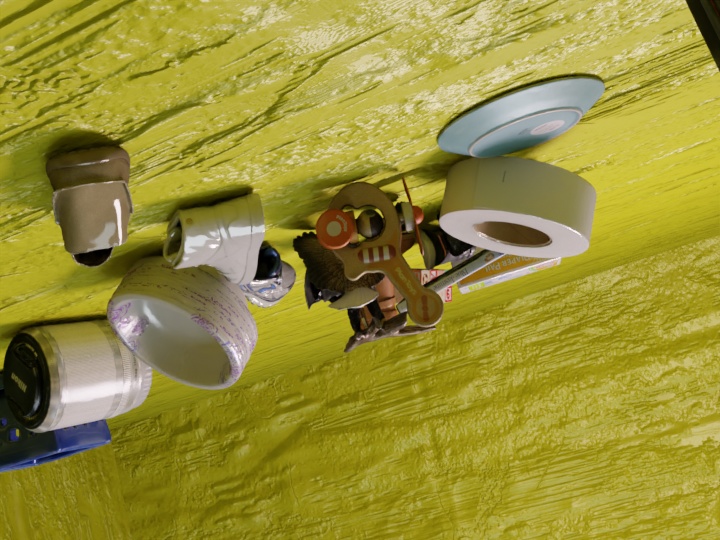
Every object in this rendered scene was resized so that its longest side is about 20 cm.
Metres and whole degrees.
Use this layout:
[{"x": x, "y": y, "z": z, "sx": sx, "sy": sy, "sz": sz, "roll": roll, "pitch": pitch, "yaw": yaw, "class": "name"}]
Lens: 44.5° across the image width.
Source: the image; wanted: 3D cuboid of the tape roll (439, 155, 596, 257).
[{"x": 0.203, "y": -0.079, "z": 1.145, "sx": 0.198, "sy": 0.072, "sz": 0.203, "roll": 13, "pitch": 169, "yaw": 2, "class": "tape roll"}]

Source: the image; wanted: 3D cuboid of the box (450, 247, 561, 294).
[{"x": 0.263, "y": -0.038, "z": 1.625, "sx": 0.196, "sy": 0.103, "sz": 0.112, "roll": -17, "pitch": 171, "yaw": 8, "class": "box"}]

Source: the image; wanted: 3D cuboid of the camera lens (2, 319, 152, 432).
[{"x": -0.456, "y": 0.165, "z": 1.412, "sx": 0.158, "sy": 0.163, "sz": 0.198, "roll": -23, "pitch": 168, "yaw": 39, "class": "camera lens"}]

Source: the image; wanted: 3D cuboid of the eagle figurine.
[{"x": -0.002, "y": 0.003, "z": 1.195, "sx": 0.149, "sy": 0.204, "sz": 0.151, "roll": 2, "pitch": 156, "yaw": -33, "class": "eagle figurine"}]

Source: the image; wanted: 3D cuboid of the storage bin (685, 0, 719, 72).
[{"x": 0.369, "y": -0.228, "z": 0.650, "sx": 0.196, "sy": 0.148, "sz": 0.135, "roll": -15, "pitch": 161, "yaw": -6, "class": "storage bin"}]

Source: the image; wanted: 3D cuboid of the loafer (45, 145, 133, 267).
[{"x": -0.239, "y": -0.055, "z": 0.799, "sx": 0.075, "sy": 0.069, "sz": 0.200, "roll": -13, "pitch": 170, "yaw": -16, "class": "loafer"}]

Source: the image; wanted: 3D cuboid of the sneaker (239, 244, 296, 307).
[{"x": -0.141, "y": 0.004, "z": 1.289, "sx": 0.084, "sy": 0.078, "sz": 0.199, "roll": -25, "pitch": 168, "yaw": 25, "class": "sneaker"}]

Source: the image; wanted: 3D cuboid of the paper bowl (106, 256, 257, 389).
[{"x": -0.231, "y": 0.060, "z": 1.184, "sx": 0.197, "sy": 0.105, "sz": 0.203, "roll": 15, "pitch": 143, "yaw": 12, "class": "paper bowl"}]

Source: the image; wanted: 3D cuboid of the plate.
[{"x": 0.184, "y": -0.165, "z": 1.003, "sx": 0.196, "sy": 0.026, "sz": 0.200, "roll": -15, "pitch": 170, "yaw": -3, "class": "plate"}]

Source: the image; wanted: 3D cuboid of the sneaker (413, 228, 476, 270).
[{"x": 0.147, "y": -0.047, "z": 1.498, "sx": 0.097, "sy": 0.072, "sz": 0.200, "roll": -18, "pitch": 176, "yaw": 5, "class": "sneaker"}]

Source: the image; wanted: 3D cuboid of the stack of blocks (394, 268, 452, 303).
[{"x": 0.055, "y": 0.027, "z": 1.601, "sx": 0.197, "sy": 0.060, "sz": 0.114, "roll": 1, "pitch": -179, "yaw": 35, "class": "stack of blocks"}]

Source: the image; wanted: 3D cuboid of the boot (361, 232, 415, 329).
[{"x": 0.041, "y": 0.028, "z": 1.470, "sx": 0.073, "sy": 0.158, "sz": 0.199, "roll": -8, "pitch": 168, "yaw": -36, "class": "boot"}]

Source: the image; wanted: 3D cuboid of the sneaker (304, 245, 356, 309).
[{"x": -0.041, "y": 0.008, "z": 1.371, "sx": 0.059, "sy": 0.106, "sz": 0.199, "roll": -19, "pitch": 170, "yaw": 18, "class": "sneaker"}]

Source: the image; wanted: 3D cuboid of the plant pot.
[{"x": -0.640, "y": 0.285, "z": 1.742, "sx": 0.196, "sy": 0.183, "sz": 0.200, "roll": -18, "pitch": 170, "yaw": 12, "class": "plant pot"}]

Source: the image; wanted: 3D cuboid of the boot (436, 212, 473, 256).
[{"x": 0.199, "y": -0.083, "z": 1.329, "sx": 0.155, "sy": 0.081, "sz": 0.211, "roll": -16, "pitch": 171, "yaw": -1, "class": "boot"}]

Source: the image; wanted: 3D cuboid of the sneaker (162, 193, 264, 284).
[{"x": -0.181, "y": -0.030, "z": 1.054, "sx": 0.113, "sy": 0.075, "sz": 0.201, "roll": -11, "pitch": 160, "yaw": -16, "class": "sneaker"}]

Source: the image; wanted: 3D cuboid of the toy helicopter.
[{"x": 0.041, "y": -0.023, "z": 1.080, "sx": 0.132, "sy": 0.201, "sz": 0.079, "roll": -38, "pitch": -179, "yaw": -2, "class": "toy helicopter"}]

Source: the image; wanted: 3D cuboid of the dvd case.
[{"x": 0.154, "y": 0.004, "z": 1.397, "sx": 0.198, "sy": 0.018, "sz": 0.143, "roll": -31, "pitch": 179, "yaw": 16, "class": "dvd case"}]
